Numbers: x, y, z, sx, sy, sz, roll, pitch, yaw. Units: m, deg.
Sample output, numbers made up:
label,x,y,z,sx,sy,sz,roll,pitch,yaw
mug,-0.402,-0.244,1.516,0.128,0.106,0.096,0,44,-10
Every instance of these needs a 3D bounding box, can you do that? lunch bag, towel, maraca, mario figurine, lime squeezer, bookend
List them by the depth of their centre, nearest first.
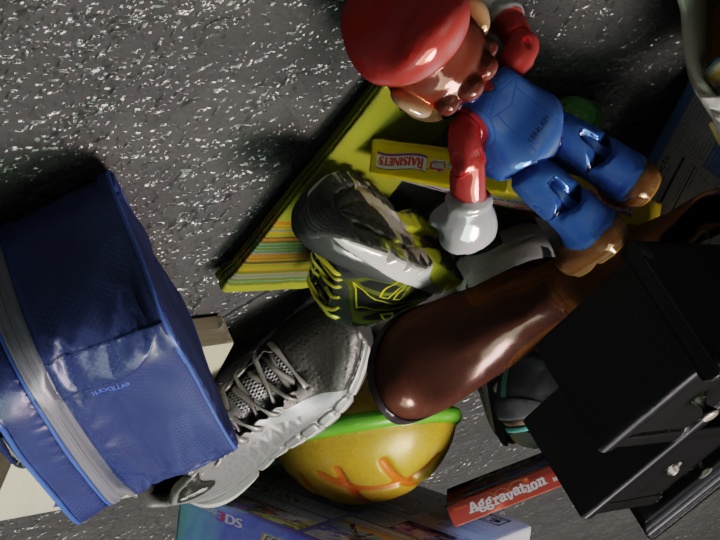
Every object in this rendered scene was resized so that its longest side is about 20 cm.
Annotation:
label,x,y,z,sx,sy,sz,roll,pitch,yaw
mario figurine,0.068,-0.088,1.069,0.200,0.124,0.106,41,122,-12
lunch bag,-0.165,0.055,1.121,0.132,0.136,0.200,-23,145,-2
bookend,0.172,0.079,1.145,0.200,0.092,0.199,2,141,-51
towel,-0.011,-0.054,1.202,0.086,0.018,0.200,-3,144,-45
lime squeezer,0.153,-0.086,1.232,0.038,0.070,0.200,-60,175,10
maraca,-0.010,0.121,1.408,0.137,0.107,0.200,2,167,-33

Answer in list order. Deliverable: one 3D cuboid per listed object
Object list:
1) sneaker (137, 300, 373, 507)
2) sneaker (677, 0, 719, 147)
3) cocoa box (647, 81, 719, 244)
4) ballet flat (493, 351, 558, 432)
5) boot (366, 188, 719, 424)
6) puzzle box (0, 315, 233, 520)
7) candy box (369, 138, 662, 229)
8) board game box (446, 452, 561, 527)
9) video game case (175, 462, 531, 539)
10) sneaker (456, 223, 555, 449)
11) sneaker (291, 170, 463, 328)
label,x,y,z,sx,sy,sz,roll,pitch,yaw
sneaker,-0.079,0.099,1.287,0.200,0.075,0.115,-49,163,22
sneaker,0.240,-0.091,1.148,0.076,0.201,0.081,-31,151,29
cocoa box,0.302,-0.050,1.303,0.200,0.131,0.134,7,116,-45
ballet flat,0.166,0.065,1.333,0.200,0.073,0.073,-8,148,-44
boot,0.119,0.024,1.170,0.188,0.069,0.200,-20,177,-44
puzzle box,-0.180,0.105,1.318,0.133,0.025,0.200,-7,147,-32
candy box,0.102,-0.052,1.203,0.102,0.027,0.200,8,178,36
board game box,0.157,0.135,1.374,0.199,0.020,0.103,-21,178,2
video game case,-0.004,0.195,1.409,0.181,0.199,0.046,-7,109,-56
sneaker,0.123,0.062,1.379,0.079,0.130,0.199,-18,151,-18
sneaker,0.000,0.000,1.199,0.085,0.075,0.200,-37,157,13
